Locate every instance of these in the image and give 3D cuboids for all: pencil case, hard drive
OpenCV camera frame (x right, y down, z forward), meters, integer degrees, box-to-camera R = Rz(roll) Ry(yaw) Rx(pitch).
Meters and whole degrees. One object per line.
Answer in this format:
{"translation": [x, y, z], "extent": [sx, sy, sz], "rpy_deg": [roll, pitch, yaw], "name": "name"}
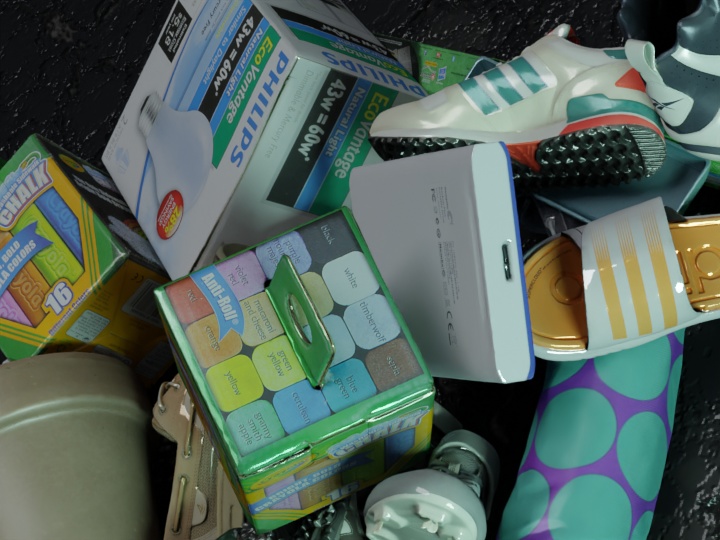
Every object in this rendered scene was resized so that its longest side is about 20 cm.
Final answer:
{"translation": [0.132, 0.096, 1.098], "extent": [0.092, 0.085, 0.200], "rpy_deg": [1, 61, 28], "name": "pencil case"}
{"translation": [0.045, -0.003, 1.119], "extent": [0.200, 0.025, 0.132], "rpy_deg": [178, 85, -70], "name": "hard drive"}

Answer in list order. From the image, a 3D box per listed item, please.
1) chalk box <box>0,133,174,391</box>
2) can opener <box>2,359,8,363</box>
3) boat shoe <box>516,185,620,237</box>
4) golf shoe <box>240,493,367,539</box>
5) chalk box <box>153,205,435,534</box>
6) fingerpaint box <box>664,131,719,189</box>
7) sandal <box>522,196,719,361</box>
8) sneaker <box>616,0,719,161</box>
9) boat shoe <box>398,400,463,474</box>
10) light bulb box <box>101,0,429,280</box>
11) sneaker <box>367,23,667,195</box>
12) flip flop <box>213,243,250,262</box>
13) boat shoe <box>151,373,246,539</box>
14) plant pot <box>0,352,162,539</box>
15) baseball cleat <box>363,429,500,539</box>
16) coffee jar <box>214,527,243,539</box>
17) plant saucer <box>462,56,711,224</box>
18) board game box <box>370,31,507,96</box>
{"translation": [-0.222, -0.008, 1.409], "extent": [0.124, 0.125, 0.200], "rpy_deg": [-48, 52, 8], "name": "chalk box"}
{"translation": [-0.232, 0.075, 1.506], "extent": [0.200, 0.053, 0.067], "rpy_deg": [-29, 79, 28], "name": "can opener"}
{"translation": [0.131, -0.054, 1.233], "extent": [0.068, 0.072, 0.200], "rpy_deg": [-36, 48, 16], "name": "boat shoe"}
{"translation": [-0.021, 0.195, 1.169], "extent": [0.078, 0.095, 0.200], "rpy_deg": [-24, 35, 16], "name": "golf shoe"}
{"translation": [-0.037, 0.056, 1.079], "extent": [0.124, 0.200, 0.124], "rpy_deg": [-24, 71, -7], "name": "chalk box"}
{"translation": [0.268, -0.127, 1.146], "extent": [0.200, 0.073, 0.167], "rpy_deg": [25, 80, 50], "name": "fingerpaint box"}
{"translation": [0.181, -0.008, 1.068], "extent": [0.207, 0.059, 0.079], "rpy_deg": [-13, 67, -8], "name": "sandal"}
{"translation": [0.211, -0.176, 1.077], "extent": [0.079, 0.130, 0.199], "rpy_deg": [25, 80, 50], "name": "sneaker"}
{"translation": [-0.018, 0.089, 1.263], "extent": [0.200, 0.072, 0.060], "rpy_deg": [24, 76, 44], "name": "boat shoe"}
{"translation": [-0.073, -0.099, 1.375], "extent": [0.198, 0.125, 0.200], "rpy_deg": [-62, 35, 19], "name": "light bulb box"}
{"translation": [0.103, -0.103, 1.169], "extent": [0.200, 0.070, 0.093], "rpy_deg": [-2, 58, 32], "name": "sneaker"}
{"translation": [0.000, 0.000, 1.256], "extent": [0.200, 0.081, 0.058], "rpy_deg": [9, 105, 18], "name": "flip flop"}
{"translation": [-0.110, 0.098, 1.277], "extent": [0.064, 0.071, 0.200], "rpy_deg": [-1, 86, -2], "name": "boat shoe"}
{"translation": [-0.218, 0.184, 1.311], "extent": [0.200, 0.200, 0.175], "rpy_deg": [-37, 58, 18], "name": "plant pot"}
{"translation": [0.045, 0.130, 1.092], "extent": [0.070, 0.200, 0.107], "rpy_deg": [22, 67, 4], "name": "baseball cleat"}
{"translation": [-0.124, 0.260, 1.220], "extent": [0.200, 0.085, 0.104], "rpy_deg": [-35, 49, 18], "name": "coffee jar"}
{"translation": [0.129, -0.073, 1.185], "extent": [0.200, 0.019, 0.070], "rpy_deg": [31, 85, 40], "name": "plant saucer"}
{"translation": [0.036, -0.113, 1.353], "extent": [0.200, 0.023, 0.105], "rpy_deg": [26, 99, 58], "name": "board game box"}
